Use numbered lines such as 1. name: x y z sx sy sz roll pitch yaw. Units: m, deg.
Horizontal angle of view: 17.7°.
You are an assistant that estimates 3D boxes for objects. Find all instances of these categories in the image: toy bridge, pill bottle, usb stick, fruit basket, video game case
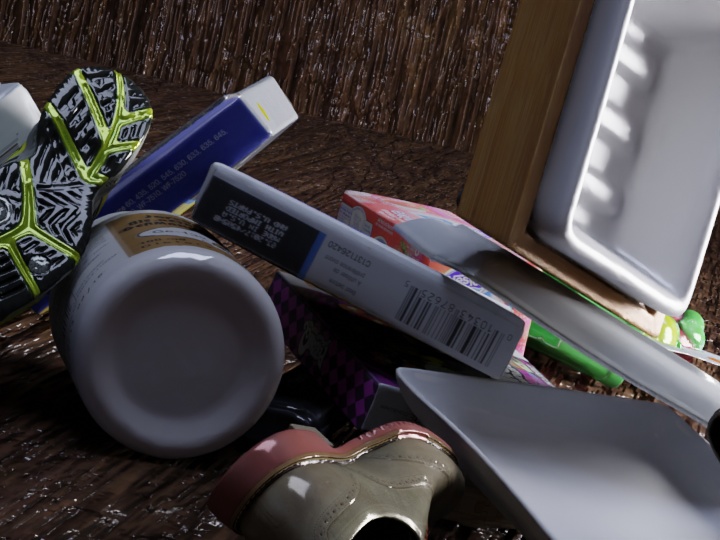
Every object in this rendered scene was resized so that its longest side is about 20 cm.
1. toy bridge: 0.053 0.118 1.257 0.200 0.027 0.067 10 10 -24
2. pill bottle: -0.117 0.026 1.309 0.114 0.115 0.200 10 9 -16
3. usb stick: -0.029 0.078 1.380 0.055 0.033 0.200 10 8 10
4. fruit basket: 0.207 0.036 1.802 0.200 0.094 0.185 11 8 -32
5. video game case: 0.050 0.070 1.397 0.181 0.036 0.200 18 12 -24

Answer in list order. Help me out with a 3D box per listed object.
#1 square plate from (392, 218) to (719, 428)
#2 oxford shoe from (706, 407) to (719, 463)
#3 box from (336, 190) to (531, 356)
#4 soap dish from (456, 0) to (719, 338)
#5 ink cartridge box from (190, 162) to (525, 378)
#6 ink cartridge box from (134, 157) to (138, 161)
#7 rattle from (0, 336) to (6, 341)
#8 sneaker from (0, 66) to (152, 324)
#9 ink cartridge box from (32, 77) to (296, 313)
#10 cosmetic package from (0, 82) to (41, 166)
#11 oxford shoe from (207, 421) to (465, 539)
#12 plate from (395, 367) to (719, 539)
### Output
1. square plate: 0.124 0.029 1.342 0.198 0.028 0.200 31 2 -14
2. oxford shoe: 0.237 0.138 1.168 0.084 0.073 0.200 -6 38 -25
3. box: 0.046 0.014 1.675 0.095 0.103 0.200 10 8 -19
4. soap dish: 0.138 -0.082 1.281 0.081 0.200 0.157 9 -13 40
5. ink cartridge box: 0.000 0.000 1.374 0.197 0.047 0.200 26 -1 2
6. ink cartridge box: -0.266 -0.065 1.820 0.200 0.075 0.165 16 11 16
7. rattle: -0.281 0.028 1.348 0.200 0.143 0.130 31 47 18
8. sneaker: -0.182 -0.026 1.296 0.075 0.076 0.200 36 52 1
9. ink cartridge box: -0.138 -0.048 1.524 0.047 0.198 0.200 53 10 -5
10. cosmetic package: -0.268 -0.053 1.422 0.200 0.102 0.074 2 36 45
11. oxford shoe: 0.004 0.121 1.108 0.075 0.070 0.200 46 21 22
12. plate: 0.136 0.121 1.232 0.199 0.032 0.200 10 21 -34
